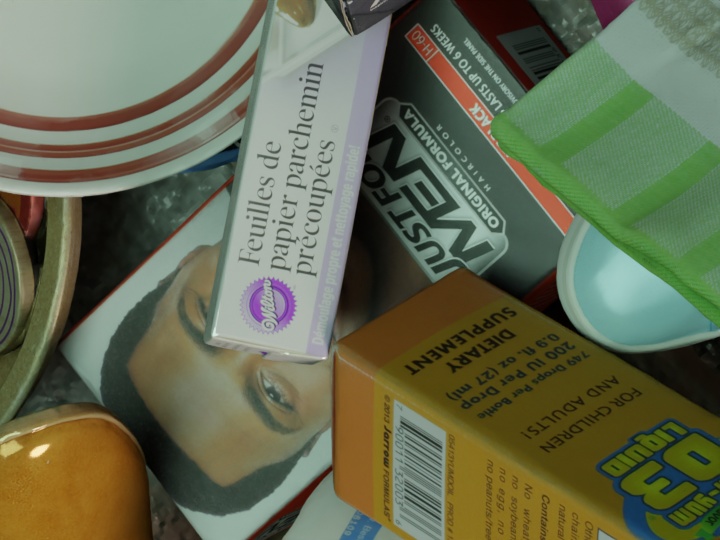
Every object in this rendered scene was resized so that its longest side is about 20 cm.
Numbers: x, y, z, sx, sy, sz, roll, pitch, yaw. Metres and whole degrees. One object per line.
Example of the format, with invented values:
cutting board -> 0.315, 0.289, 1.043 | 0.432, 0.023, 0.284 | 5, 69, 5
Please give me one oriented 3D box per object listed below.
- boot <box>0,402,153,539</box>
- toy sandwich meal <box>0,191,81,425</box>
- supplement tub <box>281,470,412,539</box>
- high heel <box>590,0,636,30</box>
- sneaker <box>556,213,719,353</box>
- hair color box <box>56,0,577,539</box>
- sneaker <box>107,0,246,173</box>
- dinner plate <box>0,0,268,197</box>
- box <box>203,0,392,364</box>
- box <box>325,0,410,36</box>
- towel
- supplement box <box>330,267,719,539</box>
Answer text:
boot -> -0.087, 0.143, 0.986 | 0.071, 0.201, 0.144 | -16, 64, -10
toy sandwich meal -> -0.183, -0.011, 1.041 | 0.205, 0.070, 0.206 | -5, 83, 44
supplement tub -> 0.072, 0.145, 0.941 | 0.200, 0.132, 0.132 | 17, 105, 23
high heel -> 0.050, -0.146, 0.935 | 0.096, 0.067, 0.201 | -13, 88, 17
sneaker -> 0.145, -0.040, 0.873 | 0.200, 0.082, 0.074 | -35, 89, 7
hair color box -> 0.000, 0.000, 0.991 | 0.200, 0.061, 0.102 | -43, 80, 25
sneaker -> -0.060, -0.134, 1.002 | 0.082, 0.071, 0.200 | -9, 85, -7
dinner plate -> -0.099, -0.123, 0.951 | 0.200, 0.024, 0.201 | 1, 84, -5
box -> -0.013, -0.071, 0.922 | 0.039, 0.041, 0.201 | 11, 84, -5
box -> 0.033, -0.192, 0.888 | 0.200, 0.049, 0.161 | -33, 77, -4
towel -> 0.148, -0.073, 0.835 | 0.200, 0.031, 0.149 | -39, 39, -7
supplement box -> 0.081, 0.076, 0.869 | 0.200, 0.066, 0.069 | 32, 136, 34
